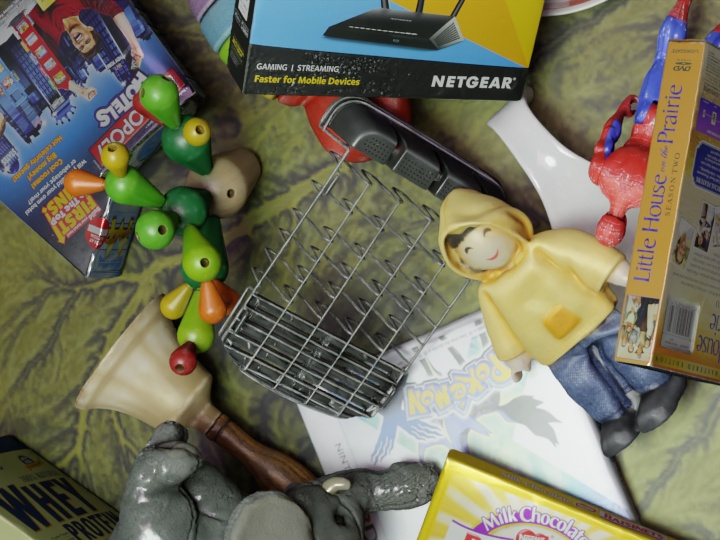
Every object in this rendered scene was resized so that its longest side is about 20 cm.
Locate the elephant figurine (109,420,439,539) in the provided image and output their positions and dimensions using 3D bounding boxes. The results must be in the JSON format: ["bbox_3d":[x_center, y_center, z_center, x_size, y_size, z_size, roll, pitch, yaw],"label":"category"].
[{"bbox_3d":[-0.063,0.188,1.178,0.199,0.142,0.156,18,99,4],"label":"elephant figurine"}]

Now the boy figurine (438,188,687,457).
[{"bbox_3d":[0.130,0.022,1.146,0.124,0.064,0.200,-35,101,33],"label":"boy figurine"}]

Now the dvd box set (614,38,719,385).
[{"bbox_3d":[0.221,-0.031,1.103,0.029,0.146,0.201,8,87,38],"label":"dvd box set"}]

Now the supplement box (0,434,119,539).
[{"bbox_3d":[-0.259,0.262,1.286,0.199,0.134,0.201,32,100,15],"label":"supplement box"}]

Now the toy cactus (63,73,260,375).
[{"bbox_3d":[-0.121,-0.043,1.220,0.102,0.165,0.201,-10,106,24],"label":"toy cactus"}]

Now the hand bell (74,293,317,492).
[{"bbox_3d":[-0.097,0.118,1.270,0.200,0.104,0.104,37,102,1],"label":"hand bell"}]

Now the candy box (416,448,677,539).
[{"bbox_3d":[0.135,0.205,1.189,0.199,0.026,0.103,21,103,8],"label":"candy box"}]

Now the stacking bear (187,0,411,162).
[{"bbox_3d":[-0.039,-0.165,1.221,0.114,0.121,0.200,-39,90,-6],"label":"stacking bear"}]

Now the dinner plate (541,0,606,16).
[{"bbox_3d":[0.131,-0.275,1.204,0.199,0.024,0.201,1,92,19],"label":"dinner plate"}]

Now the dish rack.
[{"bbox_3d":[0.000,0.000,1.188,0.153,0.055,0.200,29,101,-27],"label":"dish rack"}]

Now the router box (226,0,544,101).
[{"bbox_3d":[0.022,-0.187,1.126,0.199,0.051,0.150,-1,121,-21],"label":"router box"}]

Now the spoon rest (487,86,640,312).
[{"bbox_3d":[0.157,-0.041,1.180,0.099,0.061,0.200,-44,77,14],"label":"spoon rest"}]

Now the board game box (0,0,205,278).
[{"bbox_3d":[-0.210,-0.105,1.303,0.200,0.062,0.200,-39,80,15],"label":"board game box"}]

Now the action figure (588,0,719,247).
[{"bbox_3d":[0.198,-0.102,1.138,0.065,0.052,0.201,23,71,14],"label":"action figure"}]

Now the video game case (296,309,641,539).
[{"bbox_3d":[0.072,0.133,1.231,0.199,0.022,0.183,-24,83,17],"label":"video game case"}]
